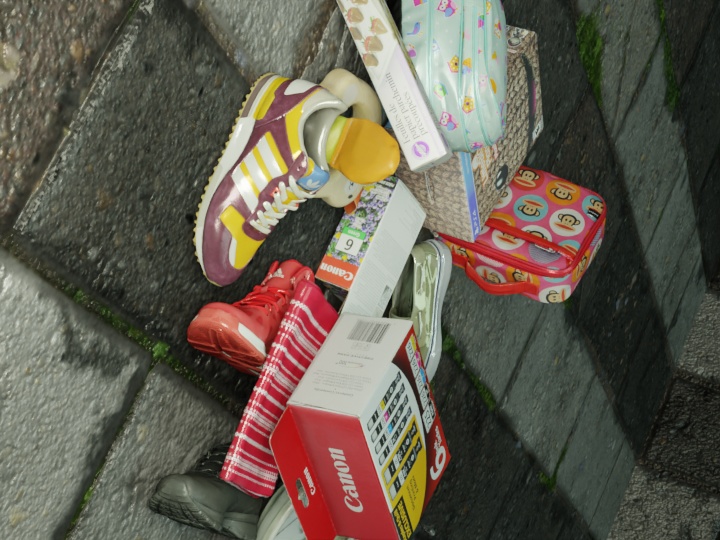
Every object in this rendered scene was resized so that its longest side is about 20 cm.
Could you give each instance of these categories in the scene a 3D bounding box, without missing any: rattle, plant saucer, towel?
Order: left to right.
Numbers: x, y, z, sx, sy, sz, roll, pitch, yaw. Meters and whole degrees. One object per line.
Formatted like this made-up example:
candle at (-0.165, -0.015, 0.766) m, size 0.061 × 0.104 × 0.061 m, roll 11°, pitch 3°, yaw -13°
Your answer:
towel at (-0.073, 0.116, 1.207) m, size 0.145 × 0.022 × 0.201 m, roll 62°, pitch 48°, yaw -70°
plant saucer at (-0.060, 0.269, 1.374) m, size 0.200 × 0.050 × 0.201 m, roll -39°, pitch 148°, yaw -30°
rattle at (0.013, -0.096, 1.247) m, size 0.131 × 0.142 × 0.200 m, roll -61°, pitch 151°, yaw -26°

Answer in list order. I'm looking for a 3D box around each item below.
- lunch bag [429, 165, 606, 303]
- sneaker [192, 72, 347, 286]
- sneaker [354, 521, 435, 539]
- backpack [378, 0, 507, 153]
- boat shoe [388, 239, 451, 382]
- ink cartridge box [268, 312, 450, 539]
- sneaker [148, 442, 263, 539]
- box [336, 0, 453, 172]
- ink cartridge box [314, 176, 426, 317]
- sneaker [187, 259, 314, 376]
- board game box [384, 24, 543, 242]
lunch bag at (0.190, -0.044, 1.574) m, size 0.176 × 0.199 × 0.082 m, roll -55°, pitch 155°, yaw -31°
sneaker at (-0.079, -0.075, 1.131) m, size 0.075 × 0.090 × 0.201 m, roll 18°, pitch 91°, yaw -65°
sneaker at (0.021, 0.326, 1.478) m, size 0.078 × 0.139 × 0.201 m, roll 57°, pitch 27°, yaw -52°
backpack at (0.084, -0.216, 1.259) m, size 0.167 × 0.126 × 0.201 m, roll 31°, pitch 57°, yaw -67°
boat shoe at (0.061, 0.057, 1.556) m, size 0.062 × 0.072 × 0.201 m, roll -5°, pitch 110°, yaw -36°
ink cartridge box at (0.004, 0.176, 1.252) m, size 0.176 × 0.083 × 0.201 m, roll -58°, pitch 143°, yaw -40°
sneaker at (-0.145, 0.209, 1.237) m, size 0.200 × 0.076 × 0.091 m, roll 53°, pitch 53°, yaw -71°
box at (0.028, -0.190, 1.185) m, size 0.201 × 0.039 × 0.041 m, roll 67°, pitch 14°, yaw 6°
ink cartridge box at (0.000, 0.000, 1.394) m, size 0.201 × 0.050 × 0.109 m, roll -65°, pitch 155°, yaw -10°
sneaker at (-0.102, 0.032, 1.204) m, size 0.200 × 0.078 × 0.116 m, roll 64°, pitch 41°, yaw -72°
board game box at (0.125, -0.166, 1.474) m, size 0.200 × 0.096 × 0.160 m, roll -57°, pitch 151°, yaw -28°
